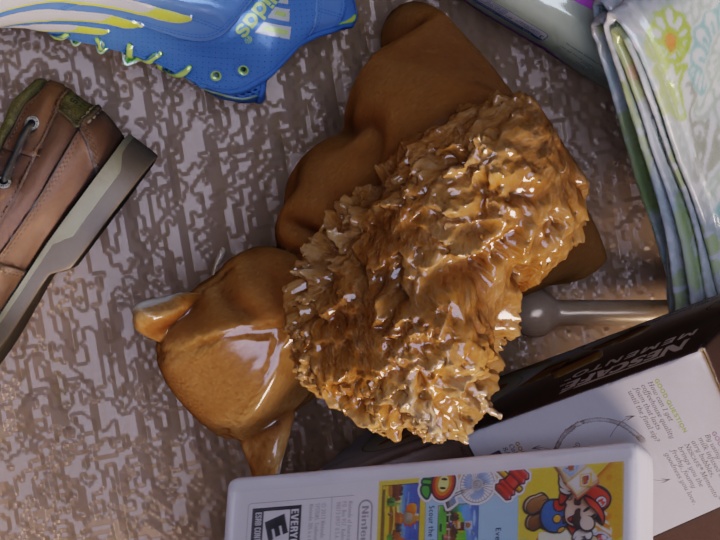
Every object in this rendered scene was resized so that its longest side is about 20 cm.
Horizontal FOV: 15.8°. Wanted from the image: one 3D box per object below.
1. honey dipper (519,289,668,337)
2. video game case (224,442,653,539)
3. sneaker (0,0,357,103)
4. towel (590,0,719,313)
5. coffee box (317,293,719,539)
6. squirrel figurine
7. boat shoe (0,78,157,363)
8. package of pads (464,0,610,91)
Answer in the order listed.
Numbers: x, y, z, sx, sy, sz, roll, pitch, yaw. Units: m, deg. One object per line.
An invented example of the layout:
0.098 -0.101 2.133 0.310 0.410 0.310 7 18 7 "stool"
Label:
0.167 0.021 1.180 0.200 0.038 0.038 -1 93 -5 "honey dipper"
0.026 0.172 1.009 0.182 0.023 0.200 -7 68 26 "video game case"
-0.090 -0.112 1.121 0.200 0.076 0.105 -18 96 -6 "sneaker"
0.202 -0.075 1.134 0.200 0.048 0.171 -27 113 -21 "towel"
0.086 0.082 1.090 0.200 0.114 0.080 -22 96 28 "coffee box"
0.000 0.000 1.077 0.187 0.200 0.142 -35 103 -3 "squirrel figurine"
-0.174 0.008 1.126 0.068 0.072 0.200 38 79 -3 "boat shoe"
0.105 -0.199 1.144 0.154 0.068 0.200 30 89 -9 "package of pads"
